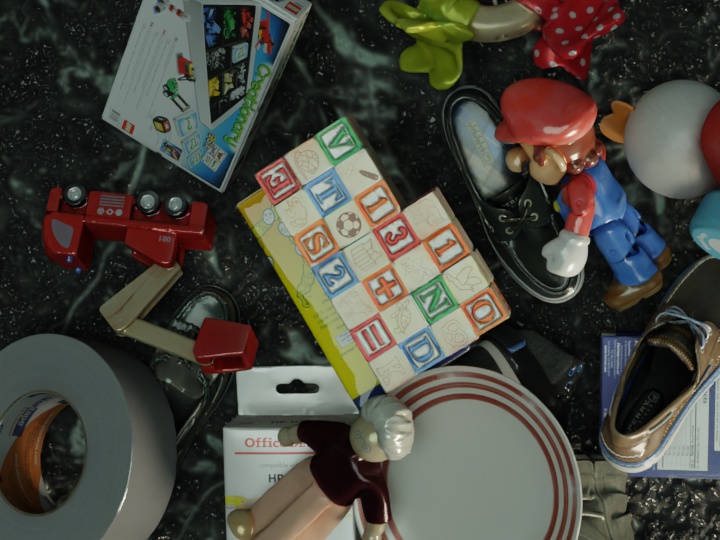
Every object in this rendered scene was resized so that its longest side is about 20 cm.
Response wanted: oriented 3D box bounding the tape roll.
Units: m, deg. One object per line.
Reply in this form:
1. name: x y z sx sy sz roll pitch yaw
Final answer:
1. tape roll: -0.253 0.157 1.594 0.199 0.066 0.202 -6 78 31

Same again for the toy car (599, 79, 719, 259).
1. toy car: 0.287 -0.090 1.514 0.199 0.177 0.185 19 72 39

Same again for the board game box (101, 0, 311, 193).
1. board game box: -0.131 -0.171 1.551 0.126 0.035 0.201 32 132 3

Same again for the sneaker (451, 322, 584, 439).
1. sneaker: 0.162 0.131 1.574 0.112 0.073 0.201 -42 110 -17

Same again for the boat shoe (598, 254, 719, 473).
1. boat shoe: 0.257 0.068 1.514 0.072 0.072 0.201 23 74 16

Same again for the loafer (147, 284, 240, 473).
1. loafer: -0.158 0.110 1.618 0.071 0.063 0.202 24 98 5

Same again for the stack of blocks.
1. stack of blocks: 0.019 -0.022 1.474 0.115 0.059 0.201 -32 91 8

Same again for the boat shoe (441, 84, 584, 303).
1. boat shoe: 0.123 -0.061 1.567 0.068 0.057 0.201 -29 91 9

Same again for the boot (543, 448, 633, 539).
1. boot: 0.215 0.216 1.542 0.067 0.199 0.132 -12 69 45

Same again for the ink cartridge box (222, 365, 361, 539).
1. ink cartridge box: -0.056 0.186 1.609 0.114 0.068 0.202 -1 95 8

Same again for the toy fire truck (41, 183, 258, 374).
1. toy fire truck: -0.180 0.007 1.590 0.198 0.049 0.142 6 72 8

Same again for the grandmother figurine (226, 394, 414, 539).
1. grandmother figurine: -0.022 0.170 1.502 0.121 0.061 0.200 43 124 3

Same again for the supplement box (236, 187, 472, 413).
1. supplement box: 0.000 0.000 1.563 0.109 0.109 0.201 -31 90 9

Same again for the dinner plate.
1. dinner plate: 0.085 0.175 1.495 0.198 0.024 0.202 2 95 27

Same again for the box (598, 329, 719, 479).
1. box: 0.300 0.114 1.572 0.198 0.032 0.122 2 96 9

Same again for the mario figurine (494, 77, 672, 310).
1. mario figurine: 0.168 -0.065 1.530 0.106 0.123 0.201 -34 106 -1

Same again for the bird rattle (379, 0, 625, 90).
1. bird rattle: 0.113 -0.236 1.535 0.198 0.113 0.165 -11 77 5
